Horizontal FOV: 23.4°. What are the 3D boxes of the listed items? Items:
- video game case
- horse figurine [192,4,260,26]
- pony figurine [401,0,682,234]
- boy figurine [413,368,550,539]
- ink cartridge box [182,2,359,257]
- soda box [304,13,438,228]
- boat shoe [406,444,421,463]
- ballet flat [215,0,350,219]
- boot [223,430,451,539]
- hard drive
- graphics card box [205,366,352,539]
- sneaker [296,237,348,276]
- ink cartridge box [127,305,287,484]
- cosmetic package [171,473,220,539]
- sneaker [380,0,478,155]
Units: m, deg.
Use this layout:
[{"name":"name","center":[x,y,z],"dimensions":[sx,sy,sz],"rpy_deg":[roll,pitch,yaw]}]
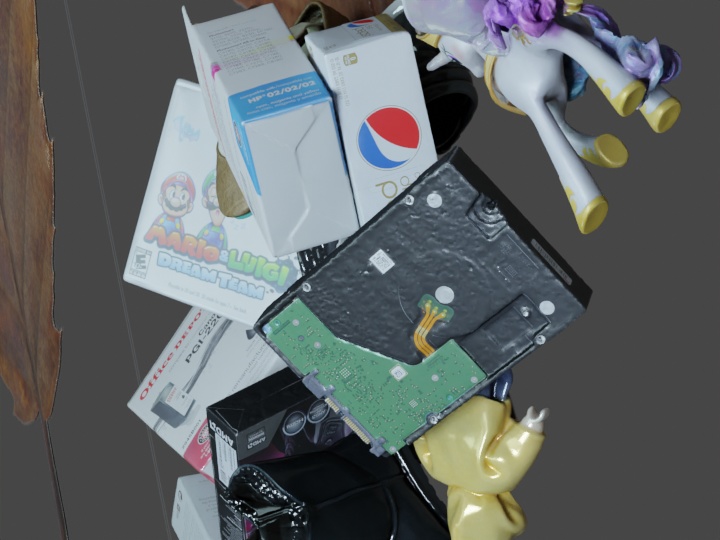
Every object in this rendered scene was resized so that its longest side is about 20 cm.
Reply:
[{"name":"video game case","center":[-0.093,-0.049,1.459],"dimensions":[0.200,0.024,0.182],"rpy_deg":[19,97,24]},{"name":"horse figurine","center":[-0.124,-0.149,1.645],"dimensions":[0.133,0.050,0.200],"rpy_deg":[48,134,31]},{"name":"pony figurine","center":[0.108,-0.151,1.076],"dimensions":[0.200,0.166,0.193],"rpy_deg":[47,148,28]},{"name":"boy figurine","center":[0.088,0.115,1.261],"dimensions":[0.124,0.064,0.201],"rpy_deg":[-2,99,43]},{"name":"ink cartridge box","center":[-0.068,-0.114,1.256],"dimensions":[0.200,0.068,0.115],"rpy_deg":[-119,14,-53]},{"name":"soda box","center":[0.019,-0.074,1.222],"dimensions":[0.068,0.064,0.200],"rpy_deg":[-126,20,-67]},{"name":"boat shoe","center":[0.046,0.062,1.341],"dimensions":[0.074,0.060,0.200],"rpy_deg":[49,139,50]},{"name":"ballet flat","center":[-0.070,-0.137,1.392],"dimensions":[0.068,0.200,0.072],"rpy_deg":[14,153,43]},{"name":"boot","center":[0.003,0.213,1.271],"dimensions":[0.076,0.168,0.200],"rpy_deg":[-42,74,37]},{"name":"hard drive","center":[0.041,0.026,1.192],"dimensions":[0.140,0.038,0.200],"rpy_deg":[46,118,-6]},{"name":"graphics card box","center":[-0.061,0.177,1.484],"dimensions":[0.051,0.125,0.200],"rpy_deg":[36,140,42]},{"name":"sneaker","center":[0.000,0.000,1.391],"dimensions":[0.072,0.083,0.201],"rpy_deg":[26,125,59]},{"name":"ink cartridge box","center":[-0.115,0.113,1.598],"dimensions":[0.146,0.085,0.200],"rpy_deg":[-56,28,-4]},{"name":"cosmetic package","center":[-0.101,0.279,1.670],"dimensions":[0.200,0.101,0.074],"rpy_deg":[-123,34,-45]},{"name":"sneaker","center":[0.020,-0.114,1.317],"dimensions":[0.200,0.071,0.099],"rpy_deg":[-50,48,46]}]
